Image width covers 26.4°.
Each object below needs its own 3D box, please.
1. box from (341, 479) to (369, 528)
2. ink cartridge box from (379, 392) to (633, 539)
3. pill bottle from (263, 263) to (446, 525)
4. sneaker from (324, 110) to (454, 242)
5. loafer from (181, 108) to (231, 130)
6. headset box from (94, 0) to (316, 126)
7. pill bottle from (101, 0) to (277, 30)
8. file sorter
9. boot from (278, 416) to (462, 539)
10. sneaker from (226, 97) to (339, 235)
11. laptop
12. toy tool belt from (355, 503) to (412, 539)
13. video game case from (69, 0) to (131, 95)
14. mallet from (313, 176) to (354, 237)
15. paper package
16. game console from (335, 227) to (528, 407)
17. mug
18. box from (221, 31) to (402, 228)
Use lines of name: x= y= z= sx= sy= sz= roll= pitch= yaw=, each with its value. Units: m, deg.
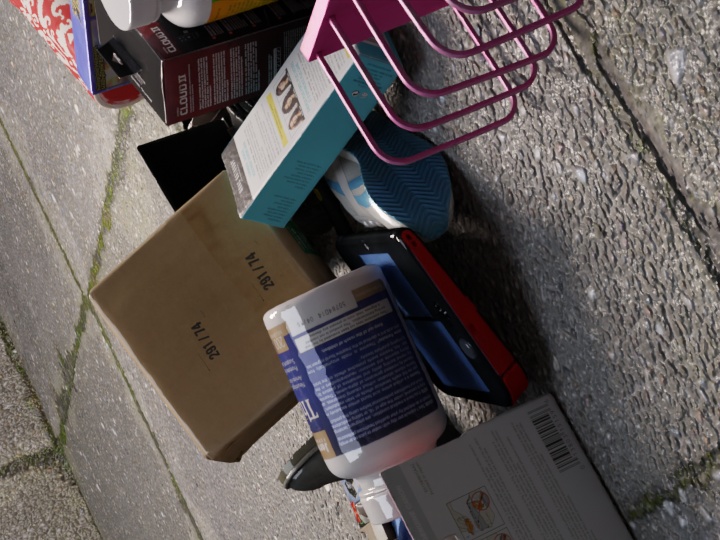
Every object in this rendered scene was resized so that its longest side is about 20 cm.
box: x=0.022 y=0.196 z=1.609 sx=0.138 sy=0.040 sz=0.200 roll=68 pitch=157 yaw=3
ink cartridge box: x=0.127 y=0.221 z=1.226 sx=0.201 sy=0.173 sz=0.044 roll=62 pitch=156 yaw=16
pill bottle: x=0.005 y=0.105 z=1.292 sx=0.201 sy=0.110 sz=0.111 roll=66 pitch=157 yaw=2
sneaker: x=0.026 y=-0.073 z=1.337 sx=0.200 sy=0.076 sz=0.081 roll=49 pitch=159 yaw=51
loafer: x=-0.181 y=-0.236 z=1.643 sx=0.073 sy=0.071 sz=0.201 roll=20 pitch=128 yaw=60
headset box: x=-0.140 y=-0.221 z=1.399 sx=0.149 sy=0.199 sz=0.078 roll=48 pitch=150 yaw=38
pill bottle: x=-0.124 y=-0.274 z=1.317 sx=0.111 sy=0.199 sz=0.112 roll=48 pitch=150 yaw=39
file sorter: x=0.064 y=-0.184 z=1.062 sx=0.126 sy=0.138 sz=0.200 roll=58 pitch=155 yaw=16
boot: x=0.049 y=0.206 z=1.363 sx=0.201 sy=0.181 sz=0.073 roll=55 pitch=175 yaw=13
sneaker: x=-0.073 y=-0.108 z=1.535 sx=0.091 sy=0.076 sz=0.201 roll=86 pitch=160 yaw=-56
laptop: x=-0.142 y=-0.050 z=1.602 sx=0.188 sy=0.115 sz=0.200 roll=59 pitch=165 yaw=5
toy tool belt: x=0.057 y=0.221 z=1.431 sx=0.125 sy=0.123 sz=0.201 roll=-37 pitch=75 yaw=26
video game case: x=-0.193 y=-0.284 z=1.487 sx=0.046 sy=0.180 sz=0.201 roll=51 pitch=151 yaw=35
mallet: x=0.000 y=0.000 z=1.445 sx=0.201 sy=0.041 sz=0.066 roll=59 pitch=157 yaw=-7
paper package: x=-0.116 y=0.042 z=1.423 sx=0.200 sy=0.190 sz=0.103 roll=51 pitch=-173 yaw=12
game console: x=0.056 y=0.039 z=1.317 sx=0.177 sy=0.031 sz=0.200 roll=50 pitch=167 yaw=-10
mug: x=-0.308 y=-0.300 z=1.852 sx=0.134 sy=0.177 sz=0.200 roll=-50 pitch=62 yaw=23
box: x=-0.045 y=-0.135 z=1.326 sx=0.200 sy=0.049 sz=0.083 roll=-51 pitch=43 yaw=34
